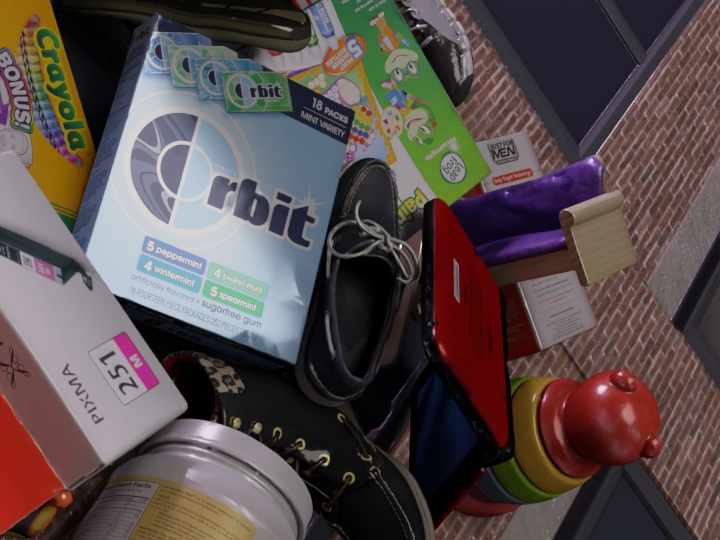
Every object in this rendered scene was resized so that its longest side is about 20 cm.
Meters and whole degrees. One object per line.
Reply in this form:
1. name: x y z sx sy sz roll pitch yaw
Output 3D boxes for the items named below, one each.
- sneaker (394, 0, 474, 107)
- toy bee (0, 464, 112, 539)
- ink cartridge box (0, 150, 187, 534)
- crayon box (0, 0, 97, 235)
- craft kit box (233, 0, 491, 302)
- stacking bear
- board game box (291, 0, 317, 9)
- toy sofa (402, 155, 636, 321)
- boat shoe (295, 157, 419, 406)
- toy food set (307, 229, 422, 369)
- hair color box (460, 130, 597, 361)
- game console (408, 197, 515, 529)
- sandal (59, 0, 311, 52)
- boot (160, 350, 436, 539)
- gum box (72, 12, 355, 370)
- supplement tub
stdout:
1. sneaker: 0.025 -0.238 1.242 0.115 0.075 0.200 -1 64 -39
2. toy bee: -0.208 0.123 0.834 0.131 0.109 0.200 -2 75 -46
3. ink cartridge box: -0.212 0.038 0.780 0.200 0.044 0.174 55 29 0
4. crayon box: -0.254 -0.108 0.917 0.119 0.058 0.200 -13 84 -46
5. craft kit box: -0.014 -0.110 1.068 0.200 0.048 0.198 -39 106 -34
6. stacking bear: 0.159 0.135 1.118 0.114 0.200 0.122 -15 84 -46
7. board game box: -0.025 -0.324 1.158 0.200 0.151 0.046 56 21 -11
8. toy sofa: 0.125 -0.025 1.153 0.083 0.200 0.098 -20 95 -46
9. boat shoe: 0.000 0.000 0.987 0.075 0.062 0.200 28 60 -22
10. toy food set: -0.033 -0.025 1.092 0.200 0.060 0.144 33 53 -26
11. hair color box: 0.142 -0.023 1.267 0.101 0.061 0.200 -16 87 -46
12. game console: 0.050 0.075 1.034 0.172 0.119 0.200 56 21 -29
13. sandal: -0.134 -0.179 0.995 0.080 0.201 0.057 -51 153 -52
14. boot: -0.048 0.137 0.951 0.154 0.074 0.204 16 29 -48
15. gum box: -0.103 -0.052 0.944 0.170 0.045 0.200 23 70 -28
16. supplement tub: -0.124 0.209 0.853 0.145 0.145 0.200 47 47 -20
